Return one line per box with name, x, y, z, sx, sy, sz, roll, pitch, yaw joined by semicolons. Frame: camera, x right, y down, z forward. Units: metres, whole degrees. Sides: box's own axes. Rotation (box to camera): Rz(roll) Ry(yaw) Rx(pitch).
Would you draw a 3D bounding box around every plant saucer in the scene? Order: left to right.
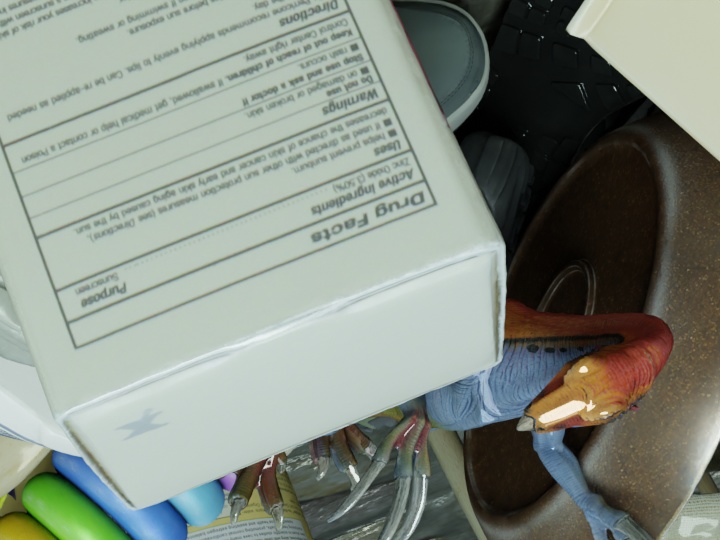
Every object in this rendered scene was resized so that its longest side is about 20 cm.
plant saucer;0.087;0.026;0.792;0.034;0.200;0.200;20;143;-17

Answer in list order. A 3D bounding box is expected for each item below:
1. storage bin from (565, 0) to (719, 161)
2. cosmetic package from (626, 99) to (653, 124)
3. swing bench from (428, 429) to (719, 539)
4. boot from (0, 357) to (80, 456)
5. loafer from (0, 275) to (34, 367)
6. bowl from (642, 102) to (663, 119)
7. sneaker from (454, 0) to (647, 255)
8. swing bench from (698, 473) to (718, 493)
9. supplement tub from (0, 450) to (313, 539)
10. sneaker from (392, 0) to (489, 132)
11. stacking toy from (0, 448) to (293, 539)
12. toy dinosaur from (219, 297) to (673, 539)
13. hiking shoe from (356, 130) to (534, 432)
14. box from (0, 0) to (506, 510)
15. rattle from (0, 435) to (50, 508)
storage bin;0.197;-0.131;0.731;0.200;0.094;0.199;-10;140;-57
cosmetic package;0.154;-0.037;1.054;0.200;0.074;0.102;-33;156;28
swing bench;0.149;0.092;0.983;0.199;0.200;0.130;-5;148;-20
boot;-0.166;0.026;0.813;0.200;0.073;0.090;28;149;-26
loafer;-0.162;-0.020;0.717;0.200;0.070;0.070;37;156;-33
bowl;0.162;-0.004;0.895;0.094;0.201;0.201;-21;162;26
sneaker;0.097;-0.095;0.890;0.200;0.076;0.088;-50;176;37
swing bench;0.192;0.076;1.278;0.199;0.130;0.200;0;144;-45
supplement tub;-0.100;0.126;1.008;0.145;0.200;0.145;-20;159;-8
sneaker;-0.043;-0.070;0.765;0.200;0.084;0.121;-18;168;-8
stacking toy;-0.120;0.116;0.899;0.200;0.085;0.085;-48;163;-12
toy dinosaur;0.023;0.030;0.702;0.105;0.200;0.181;-3;155;-44
hiking shoe;0.000;0.000;0.879;0.101;0.076;0.200;24;144;-7
box;-0.052;-0.051;0.625;0.128;0.200;0.109;-21;160;-4
rattle;-0.151;-0.004;0.883;0.200;0.143;0.130;-48;-176;20
